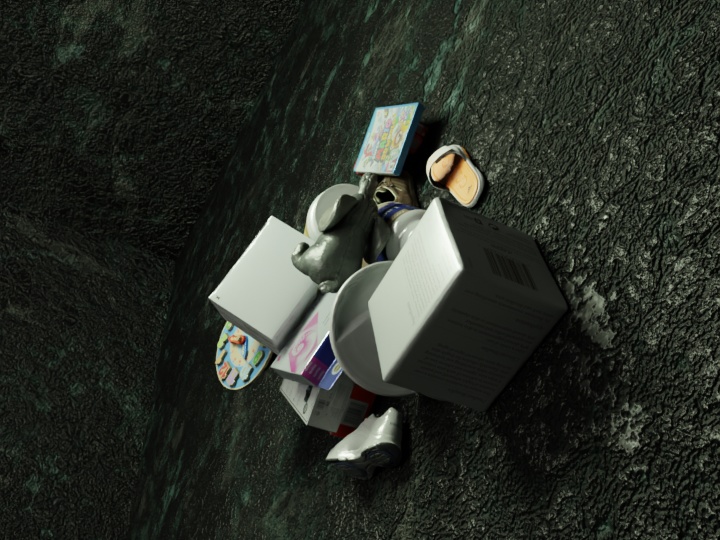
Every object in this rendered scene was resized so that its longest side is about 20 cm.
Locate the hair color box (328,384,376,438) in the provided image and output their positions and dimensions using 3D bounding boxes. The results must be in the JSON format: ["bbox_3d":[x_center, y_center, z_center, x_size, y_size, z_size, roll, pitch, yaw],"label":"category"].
[{"bbox_3d":[-0.042,0.230,1.459,0.103,0.061,0.200,-69,20,5],"label":"hair color box"}]

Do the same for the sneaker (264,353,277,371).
[{"bbox_3d":[-0.190,0.117,1.623,0.112,0.077,0.203,-20,62,62],"label":"sneaker"}]

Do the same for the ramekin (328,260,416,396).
[{"bbox_3d":[0.041,0.092,1.204,0.094,0.200,0.205,149,137,-75],"label":"ramekin"}]

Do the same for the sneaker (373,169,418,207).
[{"bbox_3d":[0.061,-0.156,1.517,0.071,0.075,0.201,-61,22,22],"label":"sneaker"}]

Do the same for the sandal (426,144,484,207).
[{"bbox_3d":[0.152,-0.173,1.330,0.080,0.059,0.207,-64,22,16],"label":"sandal"}]

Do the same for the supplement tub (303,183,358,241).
[{"bbox_3d":[-0.039,-0.080,1.540,0.200,0.143,0.146,116,168,-74],"label":"supplement tub"}]

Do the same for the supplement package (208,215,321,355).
[{"bbox_3d":[-0.155,0.031,1.467,0.201,0.155,0.111,-54,-21,-16],"label":"supplement package"}]

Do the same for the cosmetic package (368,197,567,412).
[{"bbox_3d":[0.133,0.047,1.038,0.201,0.166,0.167,-57,26,29],"label":"cosmetic package"}]

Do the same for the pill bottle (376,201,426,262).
[{"bbox_3d":[0.083,-0.051,1.321,0.117,0.115,0.200,-69,22,3],"label":"pill bottle"}]

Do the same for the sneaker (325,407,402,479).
[{"bbox_3d":[0.013,0.288,1.287,0.200,0.074,0.088,-33,30,48],"label":"sneaker"}]

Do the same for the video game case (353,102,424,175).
[{"bbox_3d":[0.053,-0.263,1.565,0.200,0.018,0.145,19,90,66],"label":"video game case"}]

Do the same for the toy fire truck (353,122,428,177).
[{"bbox_3d":[0.061,-0.251,1.623,0.142,0.048,0.200,-65,22,3],"label":"toy fire truck"}]

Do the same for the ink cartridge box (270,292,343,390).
[{"bbox_3d":[-0.055,0.105,1.341,0.197,0.043,0.199,-56,21,-18],"label":"ink cartridge box"}]

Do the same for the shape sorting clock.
[{"bbox_3d":[-0.230,0.141,1.557,0.199,0.039,0.202,-26,54,42],"label":"shape sorting clock"}]

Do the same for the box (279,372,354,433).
[{"bbox_3d":[-0.079,0.201,1.411,0.200,0.060,0.118,23,94,68],"label":"box"}]

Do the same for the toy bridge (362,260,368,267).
[{"bbox_3d":[0.000,0.000,1.446,0.068,0.027,0.200,-67,-15,10],"label":"toy bridge"}]

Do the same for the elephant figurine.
[{"bbox_3d":[-0.018,-0.068,1.274,0.155,0.141,0.201,35,97,37],"label":"elephant figurine"}]
